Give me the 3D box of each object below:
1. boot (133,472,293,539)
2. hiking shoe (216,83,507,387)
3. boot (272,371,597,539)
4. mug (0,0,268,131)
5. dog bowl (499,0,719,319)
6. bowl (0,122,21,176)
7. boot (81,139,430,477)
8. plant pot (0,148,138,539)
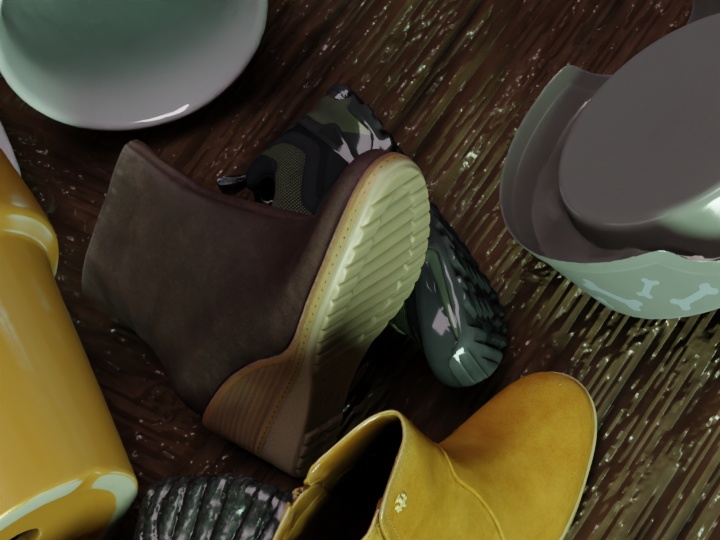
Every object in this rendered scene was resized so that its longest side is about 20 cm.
[{"bbox_3d":[-0.122,0.166,1.196,0.211,0.079,0.158,9,65,9],"label":"boot"},{"bbox_3d":[0.000,0.000,1.294,0.101,0.076,0.200,-35,46,5],"label":"hiking shoe"},{"bbox_3d":[0.036,0.096,1.161,0.071,0.144,0.201,24,65,28],"label":"boot"},{"bbox_3d":[-0.162,-0.188,1.396,0.200,0.148,0.176,6,39,-22],"label":"mug"},{"bbox_3d":[0.165,-0.060,1.244,0.200,0.059,0.200,-28,34,21],"label":"dog bowl"},{"bbox_3d":[-0.290,-0.082,1.361,0.075,0.199,0.200,-59,36,19],"label":"bowl"},{"bbox_3d":[-0.060,-0.013,1.236,0.166,0.200,0.072,41,42,24],"label":"boot"},{"bbox_3d":[-0.206,0.065,1.238,0.200,0.200,0.183,-34,69,-9],"label":"plant pot"}]
